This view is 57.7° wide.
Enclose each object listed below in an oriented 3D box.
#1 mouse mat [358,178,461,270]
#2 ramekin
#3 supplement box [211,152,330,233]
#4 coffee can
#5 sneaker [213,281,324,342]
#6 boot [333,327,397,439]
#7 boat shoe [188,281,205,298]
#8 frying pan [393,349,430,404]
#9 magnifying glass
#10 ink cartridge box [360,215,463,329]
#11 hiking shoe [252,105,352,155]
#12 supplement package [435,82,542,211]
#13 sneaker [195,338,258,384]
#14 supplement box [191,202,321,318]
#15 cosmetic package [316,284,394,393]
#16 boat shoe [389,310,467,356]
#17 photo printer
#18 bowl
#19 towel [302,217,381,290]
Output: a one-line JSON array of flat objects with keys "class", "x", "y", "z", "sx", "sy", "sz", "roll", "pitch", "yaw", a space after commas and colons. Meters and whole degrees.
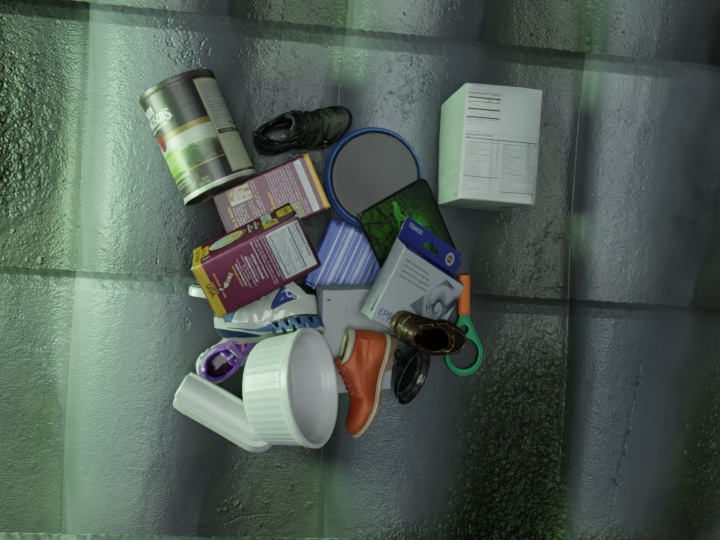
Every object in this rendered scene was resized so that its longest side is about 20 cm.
[{"class": "mouse mat", "x": 0.100, "y": -0.058, "z": 1.284, "sx": 0.160, "sy": 0.008, "sz": 0.202, "roll": -30, "pitch": 108, "yaw": -12}, {"class": "ramekin", "x": -0.120, "y": 0.205, "z": 1.130, "sx": 0.096, "sy": 0.200, "sz": 0.204, "roll": -10, "pitch": 93, "yaw": 20}, {"class": "supplement box", "x": -0.168, "y": -0.129, "z": 1.242, "sx": 0.198, "sy": 0.086, "sz": 0.112, "roll": -24, "pitch": 95, "yaw": -5}, {"class": "coffee can", "x": -0.294, "y": -0.241, "z": 1.196, "sx": 0.145, "sy": 0.146, "sz": 0.202, "roll": -24, "pitch": 94, "yaw": -5}, {"class": "sneaker", "x": -0.165, "y": 0.065, "z": 1.200, "sx": 0.196, "sy": 0.081, "sz": 0.117, "roll": -2, "pitch": 69, "yaw": -5}, {"class": "boot", "x": -0.010, "y": 0.205, "z": 1.208, "sx": 0.106, "sy": 0.075, "sz": 0.203, "roll": 16, "pitch": 86, "yaw": -20}, {"class": "boat shoe", "x": -0.227, "y": 0.022, "z": 1.252, "sx": 0.197, "sy": 0.071, "sz": 0.065, "roll": -1, "pitch": 92, "yaw": -14}, {"class": "frying pan", "x": 0.081, "y": 0.201, "z": 1.246, "sx": 0.031, "sy": 0.189, "sz": 0.116, "roll": 23, "pitch": 95, "yaw": 31}, {"class": "magnifying glass", "x": 0.208, "y": 0.111, "z": 1.323, "sx": 0.078, "sy": 0.022, "sz": 0.204, "roll": 0, "pitch": 93, "yaw": -6}, {"class": "ink cartridge box", "x": 0.114, "y": 0.029, "z": 1.239, "sx": 0.199, "sy": 0.040, "sz": 0.202, "roll": 28, "pitch": 86, "yaw": -42}, {"class": "hiking shoe", "x": -0.106, "y": -0.265, "z": 1.237, "sx": 0.197, "sy": 0.101, "sz": 0.077, "roll": -19, "pitch": 94, "yaw": -5}, {"class": "supplement package", "x": 0.235, "y": -0.223, "z": 1.229, "sx": 0.145, "sy": 0.191, "sz": 0.204, "roll": 4, "pitch": 92, "yaw": -7}, {"class": "sneaker", "x": -0.230, "y": 0.145, "z": 1.242, "sx": 0.200, "sy": 0.088, "sz": 0.081, "roll": -42, "pitch": 94, "yaw": -5}, {"class": "supplement box", "x": -0.184, "y": -0.021, "z": 1.141, "sx": 0.198, "sy": 0.131, "sz": 0.104, "roll": -27, "pitch": 108, "yaw": -6}, {"class": "cosmetic package", "x": -0.012, "y": 0.129, "z": 1.253, "sx": 0.149, "sy": 0.052, "sz": 0.204, "roll": -1, "pitch": 100, "yaw": -23}, {"class": "boat shoe", "x": 0.140, "y": 0.128, "z": 1.224, "sx": 0.198, "sy": 0.070, "sz": 0.071, "roll": 15, "pitch": 99, "yaw": -43}, {"class": "photo printer", "x": -0.246, "y": 0.267, "z": 1.207, "sx": 0.198, "sy": 0.166, "sz": 0.070, "roll": 32, "pitch": 70, "yaw": -5}, {"class": "bowl", "x": 0.027, "y": -0.181, "z": 1.285, "sx": 0.197, "sy": 0.039, "sz": 0.204, "roll": 0, "pitch": 92, "yaw": -6}, {"class": "towel", "x": 0.000, "y": 0.000, "z": 1.297, "sx": 0.198, "sy": 0.024, "sz": 0.147, "roll": 25, "pitch": 89, "yaw": -8}]
